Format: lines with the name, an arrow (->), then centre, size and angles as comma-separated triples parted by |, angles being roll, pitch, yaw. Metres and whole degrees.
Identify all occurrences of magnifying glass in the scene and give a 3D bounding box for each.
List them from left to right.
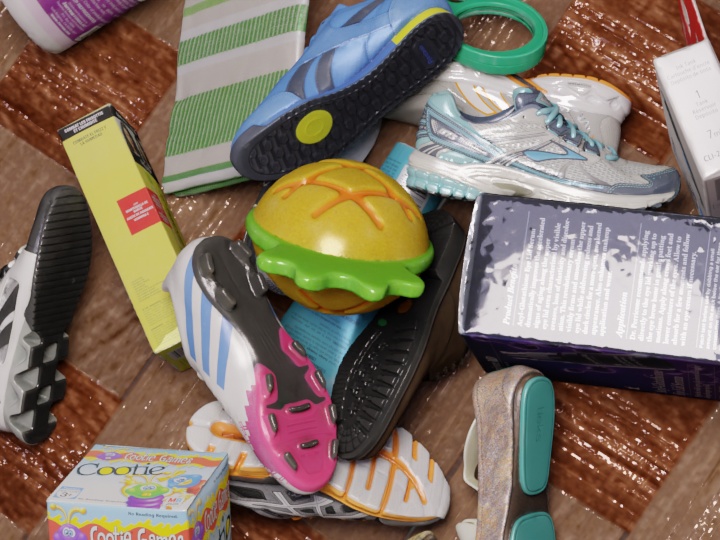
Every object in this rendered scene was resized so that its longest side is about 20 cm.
magnifying glass -> 0.068, -0.210, 1.496 | 0.079, 0.022, 0.200 | -23, 49, -26

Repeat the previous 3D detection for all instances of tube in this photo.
tube -> 0.000, 0.000, 1.478 | 0.077, 0.050, 0.200 | 29, 86, 23

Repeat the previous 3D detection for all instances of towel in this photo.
towel -> -0.092, -0.163, 1.511 | 0.152, 0.023, 0.201 | -10, 69, 45

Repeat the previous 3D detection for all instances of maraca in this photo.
maraca -> -0.014, -0.017, 1.367 | 0.136, 0.200, 0.107 | 7, 107, -3

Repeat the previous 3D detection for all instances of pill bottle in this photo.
pill bottle -> -0.191, -0.268, 1.540 | 0.200, 0.112, 0.113 | -31, 72, 8

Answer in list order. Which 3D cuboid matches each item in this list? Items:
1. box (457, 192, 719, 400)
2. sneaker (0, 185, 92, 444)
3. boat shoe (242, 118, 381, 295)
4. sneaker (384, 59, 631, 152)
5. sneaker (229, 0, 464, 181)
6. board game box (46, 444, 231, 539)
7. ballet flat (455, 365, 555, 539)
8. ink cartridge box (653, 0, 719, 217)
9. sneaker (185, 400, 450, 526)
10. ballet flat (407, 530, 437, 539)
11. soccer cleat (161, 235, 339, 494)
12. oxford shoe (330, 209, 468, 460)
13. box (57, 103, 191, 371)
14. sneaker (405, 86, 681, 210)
box -> 0.179, 0.021, 1.382 | 0.199, 0.148, 0.105 | 6, 78, 14
sneaker -> -0.266, 0.026, 1.489 | 0.088, 0.074, 0.201 | 18, 99, 25
boat shoe -> -0.044, -0.075, 1.496 | 0.057, 0.069, 0.201 | -4, 59, 52
sneaker -> 0.100, -0.104, 1.471 | 0.199, 0.076, 0.092 | 7, 81, 14
sneaker -> -0.020, -0.143, 1.430 | 0.200, 0.066, 0.078 | -37, 52, -5
board game box -> -0.151, 0.237, 1.368 | 0.104, 0.103, 0.201 | 2, 107, 12
ballet flat -> 0.104, 0.168, 1.402 | 0.067, 0.068, 0.201 | 1, 86, 40
ink cartridge box -> 0.236, -0.121, 1.380 | 0.045, 0.200, 0.177 | -20, 73, 7
sneaker -> -0.032, 0.151, 1.432 | 0.199, 0.077, 0.078 | 15, 47, 1
ballet flat -> -0.004, 0.275, 1.398 | 0.070, 0.071, 0.201 | 18, 80, 15
soccer cleat -> -0.080, 0.072, 1.399 | 0.070, 0.086, 0.201 | -18, 80, -39
oxford shoe -> 0.043, 0.060, 1.425 | 0.073, 0.084, 0.200 | 5, 58, 47
box -> -0.167, -0.025, 1.501 | 0.050, 0.075, 0.201 | -26, 71, 3
sneaker -> 0.135, -0.087, 1.402 | 0.199, 0.078, 0.087 | 6, 96, -1
